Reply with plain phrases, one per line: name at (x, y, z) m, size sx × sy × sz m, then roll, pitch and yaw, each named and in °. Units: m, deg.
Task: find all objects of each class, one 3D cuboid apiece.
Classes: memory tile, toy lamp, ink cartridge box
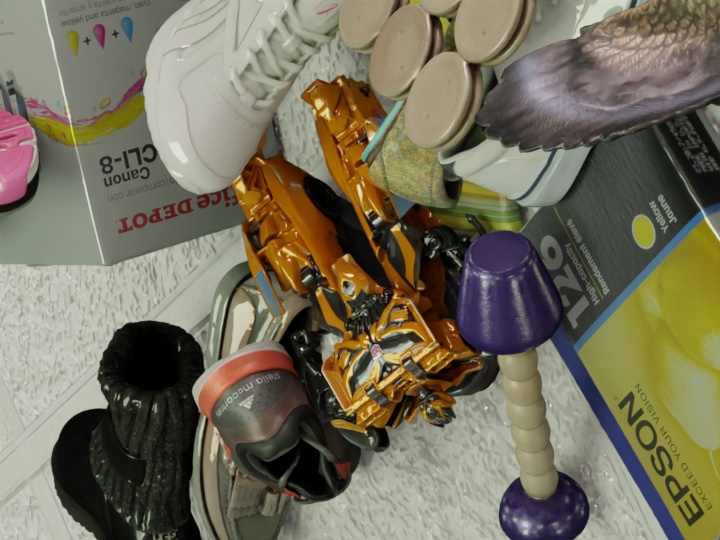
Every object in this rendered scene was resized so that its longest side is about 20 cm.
memory tile at (0.062, -0.170, 1.337) m, size 0.200 × 0.017 × 0.153 m, roll -58°, pitch 35°, yaw 19°
toy lamp at (0.085, 0.062, 1.424) m, size 0.058 × 0.058 × 0.200 m, roll 39°, pitch 151°, yaw 40°
ink cartridge box at (0.155, 0.038, 1.377) m, size 0.198 × 0.047 × 0.200 m, roll 60°, pitch 142°, yaw 18°
ink cartridge box at (-0.155, -0.113, 1.656) m, size 0.144 × 0.145 × 0.201 m, roll 3°, pitch 107°, yaw 54°

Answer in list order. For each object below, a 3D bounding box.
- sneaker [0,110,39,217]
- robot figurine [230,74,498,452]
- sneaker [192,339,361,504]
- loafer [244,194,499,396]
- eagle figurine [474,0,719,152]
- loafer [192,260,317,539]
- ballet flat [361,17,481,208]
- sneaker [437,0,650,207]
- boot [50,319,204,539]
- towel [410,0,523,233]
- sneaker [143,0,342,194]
sneaker at (-0.244, -0.049, 1.618) m, size 0.200 × 0.074 × 0.088 m, roll 22°, pitch 122°, yaw 56°
robot figurine at (0.000, 0.000, 1.495) m, size 0.145 × 0.058 × 0.200 m, roll -40°, pitch 61°, yaw 26°
sneaker at (-0.039, 0.109, 1.576) m, size 0.082 × 0.077 × 0.200 m, roll 58°, pitch -173°, yaw 24°
loafer at (0.017, 0.006, 1.558) m, size 0.200 × 0.063 × 0.072 m, roll 39°, pitch 104°, yaw 34°
eagle figurine at (0.163, -0.123, 1.207) m, size 0.200 × 0.151 × 0.151 m, roll -57°, pitch 24°, yaw 27°
loafer at (-0.061, 0.095, 1.689) m, size 0.063 × 0.072 × 0.201 m, roll 23°, pitch 120°, yaw 40°
ballet flat at (0.069, -0.115, 1.406) m, size 0.071 × 0.071 × 0.200 m, roll 48°, pitch 125°, yaw 31°
sneaker at (0.098, -0.117, 1.332) m, size 0.073 × 0.071 × 0.200 m, roll -111°, pitch 37°, yaw -53°
boot at (-0.152, 0.099, 1.781) m, size 0.211 × 0.079 × 0.158 m, roll -137°, pitch 40°, yaw -56°
towel at (0.050, -0.119, 1.481) m, size 0.086 × 0.018 × 0.201 m, roll 10°, pitch 112°, yaw 49°
sneaker at (-0.051, -0.135, 1.491) m, size 0.099 × 0.078 × 0.201 m, roll -3°, pitch 61°, yaw 46°
